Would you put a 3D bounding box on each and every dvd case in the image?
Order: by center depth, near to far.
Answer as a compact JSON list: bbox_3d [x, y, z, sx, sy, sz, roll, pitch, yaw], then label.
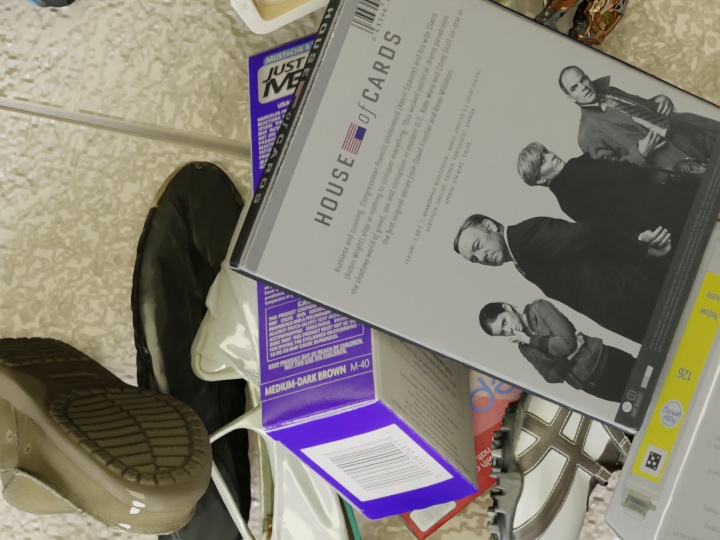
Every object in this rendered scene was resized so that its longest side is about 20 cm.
[{"bbox_3d":[0.059,-0.034,1.219,0.199,0.025,0.151,23,85,-18],"label":"dvd case"}]

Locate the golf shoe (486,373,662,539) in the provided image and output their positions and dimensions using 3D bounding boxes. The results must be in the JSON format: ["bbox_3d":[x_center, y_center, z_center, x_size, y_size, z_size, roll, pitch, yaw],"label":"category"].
[{"bbox_3d":[0.105,0.072,1.282,0.094,0.078,0.201,5,95,2],"label":"golf shoe"}]

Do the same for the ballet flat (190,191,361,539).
[{"bbox_3d":[-0.047,0.061,1.337,0.069,0.069,0.201,-12,90,5],"label":"ballet flat"}]

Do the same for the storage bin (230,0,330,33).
[{"bbox_3d":[-0.022,-0.232,1.252,0.198,0.094,0.200,-27,57,-12],"label":"storage bin"}]

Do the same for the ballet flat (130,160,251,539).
[{"bbox_3d":[-0.086,0.046,1.383,0.066,0.057,0.201,3,83,-19],"label":"ballet flat"}]

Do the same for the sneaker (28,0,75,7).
[{"bbox_3d":[-0.088,-0.199,1.371,0.082,0.073,0.200,41,93,5],"label":"sneaker"}]

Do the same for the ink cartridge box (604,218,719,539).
[{"bbox_3d":[0.203,0.100,1.299,0.047,0.197,0.201,24,92,50],"label":"ink cartridge box"}]

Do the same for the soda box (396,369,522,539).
[{"bbox_3d":[0.088,0.042,1.354,0.200,0.070,0.064,-38,88,4],"label":"soda box"}]

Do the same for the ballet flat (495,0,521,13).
[{"bbox_3d":[0.050,-0.097,1.318,0.071,0.072,0.201,-12,52,5],"label":"ballet flat"}]

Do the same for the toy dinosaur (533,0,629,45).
[{"bbox_3d":[0.092,-0.213,1.361,0.135,0.102,0.201,5,67,-8],"label":"toy dinosaur"}]

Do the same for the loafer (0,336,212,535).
[{"bbox_3d":[-0.129,0.087,1.333,0.076,0.200,0.068,-4,108,-27],"label":"loafer"}]

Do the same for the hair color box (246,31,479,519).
[{"bbox_3d":[0.000,0.000,1.299,0.065,0.109,0.201,-15,57,22],"label":"hair color box"}]
